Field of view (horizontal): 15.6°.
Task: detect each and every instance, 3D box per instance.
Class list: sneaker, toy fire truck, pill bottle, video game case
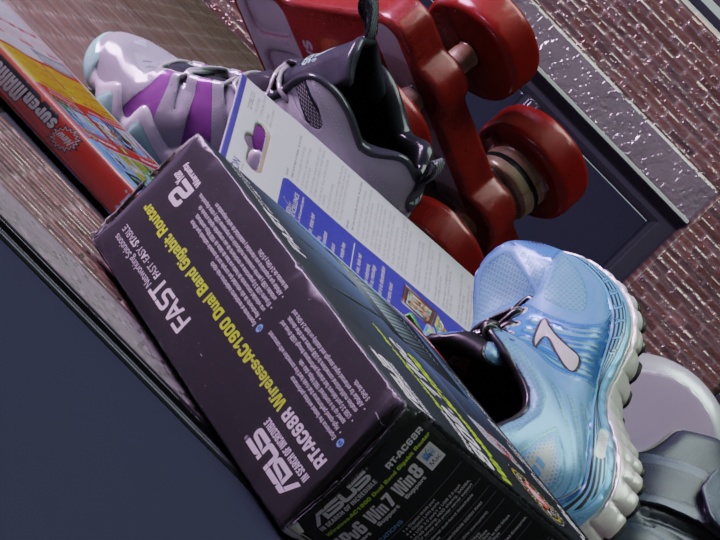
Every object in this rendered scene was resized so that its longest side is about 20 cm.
[{"bbox_3d":[0.067,0.040,1.110,0.090,0.078,0.200,37,24,-21],"label":"sneaker"},{"bbox_3d":[0.020,-0.075,1.457,0.168,0.112,0.200,18,-40,48],"label":"toy fire truck"},{"bbox_3d":[0.161,0.159,1.130,0.202,0.077,0.146,47,27,-30],"label":"sneaker"},{"bbox_3d":[0.150,0.104,1.482,0.111,0.111,0.200,46,-4,6],"label":"pill bottle"},{"bbox_3d":[-0.040,-0.092,1.334,0.200,0.140,0.078,39,28,11],"label":"sneaker"},{"bbox_3d":[-0.137,-0.075,1.180,0.200,0.017,0.143,46,4,10],"label":"video game case"}]

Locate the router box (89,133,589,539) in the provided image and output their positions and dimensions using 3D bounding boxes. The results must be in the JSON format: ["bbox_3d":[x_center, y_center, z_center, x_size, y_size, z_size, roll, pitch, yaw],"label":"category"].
[{"bbox_3d":[-0.002,0.053,0.965,0.150,0.062,0.200,41,6,-40],"label":"router box"}]

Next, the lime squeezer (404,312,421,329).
[{"bbox_3d":[0.058,0.110,1.130,0.071,0.038,0.200,28,31,-43],"label":"lime squeezer"}]

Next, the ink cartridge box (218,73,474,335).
[{"bbox_3d":[0.000,0.000,1.255,0.200,0.037,0.095,43,29,-20],"label":"ink cartridge box"}]
